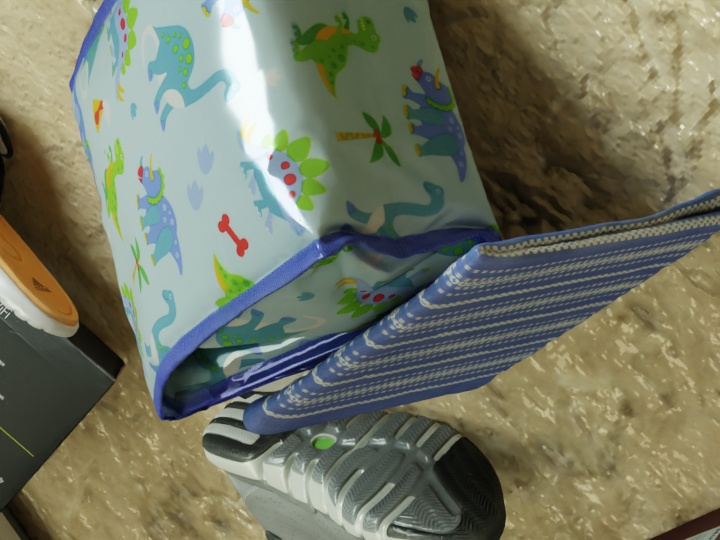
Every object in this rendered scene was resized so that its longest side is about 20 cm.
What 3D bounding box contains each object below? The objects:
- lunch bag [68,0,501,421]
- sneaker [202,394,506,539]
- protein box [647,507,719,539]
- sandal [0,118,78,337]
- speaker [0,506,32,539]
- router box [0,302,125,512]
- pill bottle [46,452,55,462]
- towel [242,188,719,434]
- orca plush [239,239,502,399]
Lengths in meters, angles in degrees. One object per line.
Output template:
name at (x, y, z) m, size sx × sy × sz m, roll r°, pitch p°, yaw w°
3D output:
lunch bag at (-0.049, -0.046, 1.076) m, size 0.200 × 0.127 × 0.171 m, roll -33°, pitch 65°, yaw 45°
sneaker at (0.011, 0.131, 1.278) m, size 0.199 × 0.075 × 0.116 m, roll 19°, pitch 141°, yaw 46°
protein box at (0.157, 0.241, 1.172) m, size 0.199 × 0.135 × 0.200 m, roll 51°, pitch 143°, yaw -4°
sandal at (-0.202, -0.053, 1.313) m, size 0.207 × 0.059 × 0.079 m, roll 46°, pitch -172°, yaw 15°
speaker at (-0.244, 0.177, 1.551) m, size 0.081 × 0.081 × 0.201 m, roll -17°, pitch 110°, yaw 50°
router box at (-0.248, 0.042, 1.344) m, size 0.200 × 0.149 × 0.051 m, roll 43°, pitch -172°, yaw -7°
pill bottle at (-0.273, 0.053, 1.436) m, size 0.201 × 0.120 × 0.119 m, roll 53°, pitch 143°, yaw -8°
towel at (0.049, 0.018, 1.075) m, size 0.200 × 0.144 × 0.024 m, roll -37°, pitch 69°, yaw 50°
orca plush at (0.000, 0.000, 1.191) m, size 0.104 × 0.072 × 0.200 m, roll 5°, pitch 157°, yaw -19°
